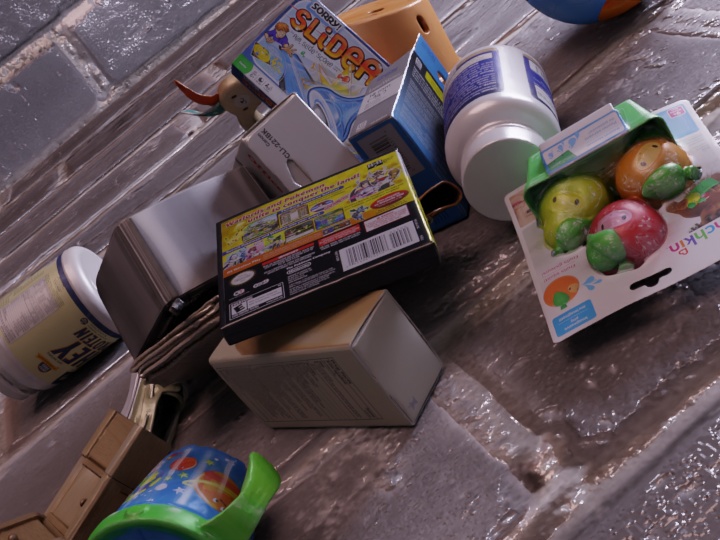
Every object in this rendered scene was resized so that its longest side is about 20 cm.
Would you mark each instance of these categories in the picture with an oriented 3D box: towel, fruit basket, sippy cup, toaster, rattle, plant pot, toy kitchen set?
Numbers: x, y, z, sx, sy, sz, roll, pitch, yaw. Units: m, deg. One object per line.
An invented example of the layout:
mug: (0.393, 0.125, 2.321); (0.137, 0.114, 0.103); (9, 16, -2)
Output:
towel: (-0.156, 0.072, 1.035); (0.132, 0.035, 0.200); (-36, -8, 11)
fruit basket: (0.214, -0.053, 0.798); (0.184, 0.094, 0.201); (-29, 30, 18)
sippy cup: (-0.144, 0.218, 0.794); (0.176, 0.141, 0.130); (-5, 23, 11)
toaster: (-0.177, -0.004, 1.051); (0.180, 0.119, 0.200); (-31, -9, -32)
rattle: (-0.120, -0.182, 1.203); (0.199, 0.144, 0.130); (-5, -19, -31)
plant pot: (0.039, -0.278, 1.276); (0.199, 0.141, 0.200); (-15, 22, 6)
toy kitchen set: (-0.285, 0.213, 0.888); (0.163, 0.180, 0.201); (14, 67, 50)

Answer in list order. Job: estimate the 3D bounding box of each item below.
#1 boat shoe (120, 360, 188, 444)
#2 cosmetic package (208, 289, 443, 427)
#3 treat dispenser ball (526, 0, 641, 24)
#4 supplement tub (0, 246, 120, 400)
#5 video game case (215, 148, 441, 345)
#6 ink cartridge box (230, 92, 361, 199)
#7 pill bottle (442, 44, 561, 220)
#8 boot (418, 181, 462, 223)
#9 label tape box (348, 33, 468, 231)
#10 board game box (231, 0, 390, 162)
boat shoe: (-0.224, 0.146, 1.090); (0.062, 0.072, 0.201); (-9, 46, 24)
cosmetic package: (-0.035, 0.085, 0.884); (0.199, 0.105, 0.071); (-9, 38, 44)
treat dispenser ball: (0.272, -0.401, 1.161); (0.200, 0.201, 0.201); (-30, 27, 17)
supplement tub: (-0.437, 0.077, 1.374); (0.199, 0.145, 0.145); (-36, 26, 5)
video game case: (-0.038, -0.027, 0.893); (0.199, 0.026, 0.181); (-22, 34, 5)
ink cartridge box: (-0.069, -0.100, 1.107); (0.084, 0.144, 0.200); (-44, 3, -13)
pill bottle: (0.145, -0.141, 0.998); (0.119, 0.120, 0.201); (-28, 28, 21)
boot: (0.000, 0.000, 0.977); (0.188, 0.069, 0.200); (-37, 6, -26)
label tape box: (0.068, -0.157, 1.097); (0.063, 0.144, 0.201); (-25, 28, 29)
board game box: (-0.038, -0.223, 1.166); (0.136, 0.200, 0.034); (-48, -2, -14)
